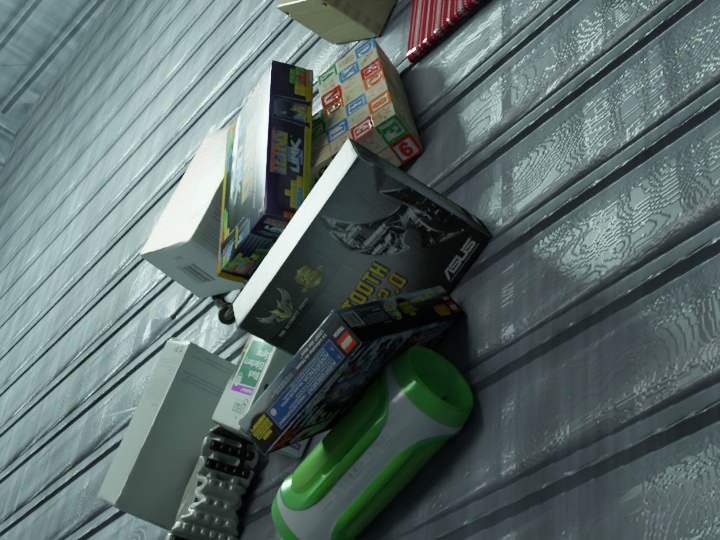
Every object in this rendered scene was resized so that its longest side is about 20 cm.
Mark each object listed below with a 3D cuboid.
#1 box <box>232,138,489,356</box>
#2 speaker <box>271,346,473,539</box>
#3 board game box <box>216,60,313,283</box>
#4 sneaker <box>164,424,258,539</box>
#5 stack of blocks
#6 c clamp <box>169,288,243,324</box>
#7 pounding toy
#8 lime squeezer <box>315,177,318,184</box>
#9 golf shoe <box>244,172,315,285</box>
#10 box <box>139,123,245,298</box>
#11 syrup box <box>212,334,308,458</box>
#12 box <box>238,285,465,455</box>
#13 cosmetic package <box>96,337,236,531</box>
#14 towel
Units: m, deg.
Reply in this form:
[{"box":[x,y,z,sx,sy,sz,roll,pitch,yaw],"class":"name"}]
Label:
[{"box":[0.000,0.000,1.166,0.200,0.158,0.048,-53,26,15],"class":"box"},{"box":[0.008,0.159,1.071,0.200,0.088,0.089,-50,27,23],"class":"speaker"},{"box":[-0.109,-0.109,1.420,0.165,0.056,0.201,132,144,-55],"class":"board game box"},{"box":[-0.166,0.266,1.328,0.081,0.075,0.201,-41,26,65],"class":"sneaker"},{"box":[-0.004,-0.176,1.439,0.115,0.059,0.201,-32,32,15],"class":"stack of blocks"},{"box":[-0.175,0.018,1.652,0.171,0.027,0.200,-56,24,-3],"class":"c clamp"},{"box":[-0.026,-0.434,1.693,0.201,0.142,0.184,-64,25,-6],"class":"pounding toy"},{"box":[-0.014,-0.111,1.474,0.070,0.038,0.200,-32,20,-14],"class":"lime squeezer"},{"box":[-0.080,-0.068,1.506,0.092,0.072,0.201,6,79,57],"class":"golf shoe"},{"box":[-0.170,-0.081,1.611,0.152,0.106,0.201,-13,46,55],"class":"box"},{"box":[-0.070,0.087,1.302,0.079,0.081,0.201,2,65,63],"class":"syrup box"},{"box":[-0.002,0.082,1.075,0.040,0.200,0.137,48,115,16],"class":"box"},{"box":[-0.202,0.191,1.415,0.081,0.112,0.201,1,62,63],"class":"cosmetic package"},{"box":[0.123,-0.346,1.457,0.200,0.022,0.145,-37,36,46],"class":"towel"}]
